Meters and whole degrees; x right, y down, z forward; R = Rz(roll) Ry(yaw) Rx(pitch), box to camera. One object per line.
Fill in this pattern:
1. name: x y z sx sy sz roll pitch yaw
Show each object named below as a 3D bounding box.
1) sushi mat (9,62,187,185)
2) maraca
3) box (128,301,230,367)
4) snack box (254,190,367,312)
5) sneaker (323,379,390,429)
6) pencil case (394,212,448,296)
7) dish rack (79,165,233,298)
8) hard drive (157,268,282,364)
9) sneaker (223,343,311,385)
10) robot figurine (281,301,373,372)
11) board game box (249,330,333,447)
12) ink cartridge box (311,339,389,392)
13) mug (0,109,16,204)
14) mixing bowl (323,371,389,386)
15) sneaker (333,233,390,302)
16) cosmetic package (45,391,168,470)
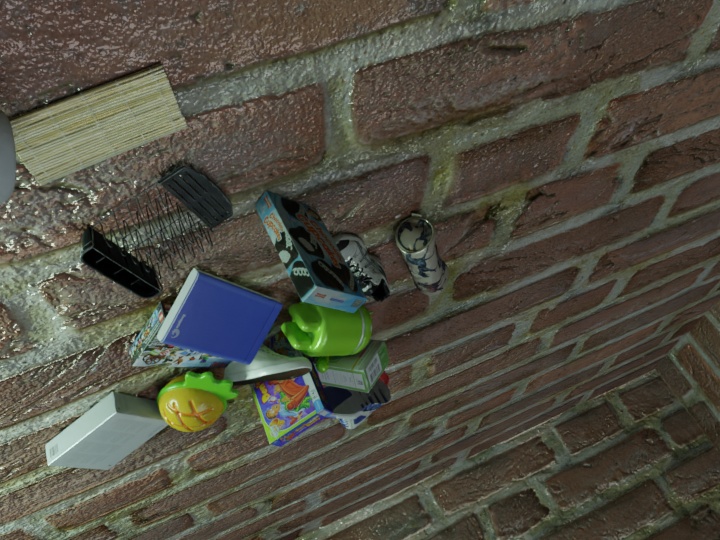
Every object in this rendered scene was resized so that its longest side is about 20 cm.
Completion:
1. sushi mat: -0.312 -0.171 0.709 0.197 0.012 0.096 -24 149 -9
2. maraca: -0.326 0.255 1.192 0.136 0.108 0.199 26 133 -30
3. box: -0.304 0.124 1.103 0.198 0.038 0.137 10 131 -45
4. snack box: -0.077 -0.029 0.913 0.037 0.202 0.115 -45 145 22
5. sneaker: -0.030 0.315 1.343 0.197 0.081 0.116 1 135 -41
6. pencil case: 0.126 -0.030 1.193 0.076 0.091 0.201 -4 152 16
7. dish rack: -0.280 -0.056 0.856 0.198 0.055 0.154 -33 149 5
8. hard drive: -0.242 0.087 1.055 0.199 0.025 0.133 26 95 -48
9. sneaker: -0.187 0.174 1.180 0.196 0.086 0.073 -10 158 21
10. robot figurine: -0.059 0.113 1.208 0.198 0.116 0.178 5 117 -43
11. board game box: -0.153 0.233 1.222 0.133 0.202 0.045 -34 148 9
12. ink cartridge box: -0.048 0.197 1.298 0.104 0.197 0.060 -46 130 -47
13. mug: -0.451 -0.108 0.586 0.173 0.151 0.198 -7 173 -42
14. mixing bowl: -0.041 0.254 1.428 0.197 0.109 0.202 -21 147 -14
15. sneaker: 0.000 0.000 1.125 0.075 0.089 0.199 -37 146 18
16. cosmetic package: -0.511 0.332 1.220 0.199 0.052 0.150 -36 146 12
